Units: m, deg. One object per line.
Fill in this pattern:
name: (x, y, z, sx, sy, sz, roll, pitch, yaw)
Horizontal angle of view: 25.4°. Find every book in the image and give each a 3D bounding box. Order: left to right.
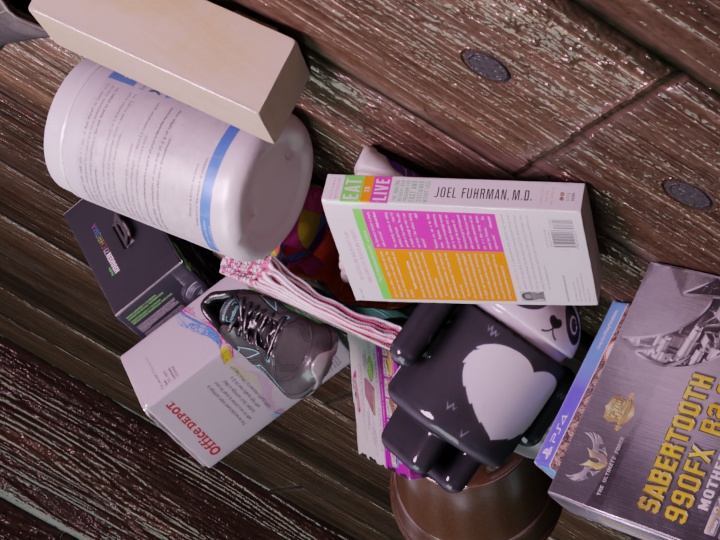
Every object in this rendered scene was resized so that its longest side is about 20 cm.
book: (0.081, -0.023, 1.235, 0.198, 0.048, 0.134, 4, 151, 17)

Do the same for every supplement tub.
supplement tub: (-0.152, -0.097, 1.352, 0.199, 0.133, 0.132, 21, 163, 23)

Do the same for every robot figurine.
robot figurine: (0.103, 0.086, 1.358, 0.124, 0.201, 0.150, 34, 180, 20)

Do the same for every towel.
towel: (-0.046, 0.024, 1.447, 0.146, 0.030, 0.200, 27, 177, -14)

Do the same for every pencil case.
pencil case: (-0.122, -0.064, 1.486, 0.199, 0.089, 0.088, 24, 164, 27)

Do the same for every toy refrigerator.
toy refrigerator: (-0.142, -0.176, 1.210, 0.199, 0.070, 0.076, 26, 171, 12)

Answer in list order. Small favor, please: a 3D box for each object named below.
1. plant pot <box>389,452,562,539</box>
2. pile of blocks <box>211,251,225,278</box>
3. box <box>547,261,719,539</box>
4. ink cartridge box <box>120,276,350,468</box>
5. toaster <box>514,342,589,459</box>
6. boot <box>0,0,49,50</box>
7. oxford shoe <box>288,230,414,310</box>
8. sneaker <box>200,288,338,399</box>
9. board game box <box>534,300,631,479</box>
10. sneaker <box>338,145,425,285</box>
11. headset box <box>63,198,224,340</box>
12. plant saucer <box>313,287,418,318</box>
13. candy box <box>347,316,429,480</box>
plant pot: (0.120, 0.197, 1.714, 0.199, 0.201, 0.199, 23, 157, 19)
pile of blocks: (-0.118, 0.007, 1.726, 0.082, 0.062, 0.200, 20, 159, 46)
box: (0.249, 0.104, 1.170, 0.158, 0.201, 0.048, 17, 163, 39)
ink cartridge box: (-0.126, 0.091, 1.658, 0.084, 0.199, 0.145, 54, 180, 41)
toaster: (0.150, 0.112, 1.525, 0.128, 0.114, 0.200, 27, 163, -6)
boot: (-0.344, -0.237, 1.351, 0.181, 0.073, 0.200, 21, 176, -27)
oxford shoe: (0.000, 0.000, 1.533, 0.073, 0.072, 0.199, 29, 176, -41)
sneaker: (-0.087, 0.063, 1.462, 0.079, 0.076, 0.200, 29, 176, -27)
board game box: (0.267, 0.125, 1.278, 0.097, 0.160, 0.199, 40, 160, -34)
sneaker: (0.029, -0.030, 1.358, 0.083, 0.081, 0.200, 20, 163, 8)
headset box: (-0.212, 0.006, 1.718, 0.200, 0.093, 0.174, 47, -174, -48)
plant saucer: (0.023, 0.041, 1.678, 0.199, 0.028, 0.200, 26, 164, 8)
candy box: (0.042, 0.116, 1.518, 0.060, 0.138, 0.200, -5, -178, -14)
